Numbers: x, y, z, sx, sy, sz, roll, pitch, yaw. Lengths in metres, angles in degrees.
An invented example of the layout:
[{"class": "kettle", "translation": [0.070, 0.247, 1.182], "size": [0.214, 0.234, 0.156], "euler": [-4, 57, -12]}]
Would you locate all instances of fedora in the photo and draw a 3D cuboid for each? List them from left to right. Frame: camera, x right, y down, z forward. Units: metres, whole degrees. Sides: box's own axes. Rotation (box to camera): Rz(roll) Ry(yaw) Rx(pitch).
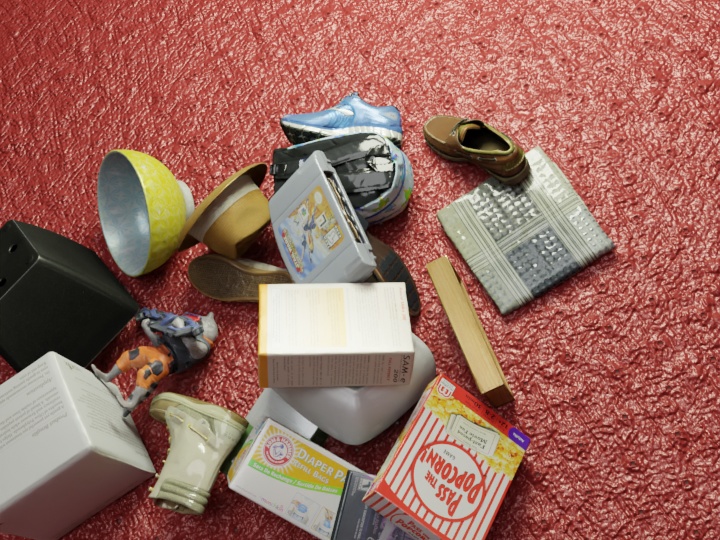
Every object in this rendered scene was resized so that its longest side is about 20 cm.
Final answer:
[{"class": "fedora", "translation": [-0.189, -0.075, 1.456], "size": [0.082, 0.201, 0.201], "euler": [44, 86, 4]}]

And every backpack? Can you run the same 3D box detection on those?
[{"class": "backpack", "translation": [-0.020, -0.132, 1.451], "size": [0.200, 0.154, 0.163], "euler": [-23, 61, 31]}]

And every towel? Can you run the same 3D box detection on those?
[{"class": "towel", "translation": [0.237, -0.059, 1.401], "size": [0.192, 0.035, 0.200], "euler": [-33, 66, 6]}]

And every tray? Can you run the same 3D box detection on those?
[{"class": "tray", "translation": [0.151, 0.086, 1.329], "size": [0.037, 0.099, 0.200], "euler": [-25, 65, 8]}]

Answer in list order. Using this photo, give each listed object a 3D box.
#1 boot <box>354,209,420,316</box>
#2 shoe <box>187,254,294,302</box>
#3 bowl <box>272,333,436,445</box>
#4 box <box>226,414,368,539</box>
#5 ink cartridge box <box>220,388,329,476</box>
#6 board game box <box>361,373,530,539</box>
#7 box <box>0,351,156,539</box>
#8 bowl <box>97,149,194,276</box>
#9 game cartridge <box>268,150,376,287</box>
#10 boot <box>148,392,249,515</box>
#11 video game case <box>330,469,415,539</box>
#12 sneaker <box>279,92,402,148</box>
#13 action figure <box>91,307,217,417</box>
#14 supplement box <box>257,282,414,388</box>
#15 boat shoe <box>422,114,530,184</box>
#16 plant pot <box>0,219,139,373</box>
[{"class": "boot", "translation": [0.000, 0.000, 1.409], "size": [0.097, 0.075, 0.200], "euler": [-31, 103, 37]}, {"class": "shoe", "translation": [-0.177, 0.017, 1.487], "size": [0.200, 0.053, 0.070], "euler": [11, 95, 24]}, {"class": "bowl", "translation": [-0.012, 0.123, 1.330], "size": [0.200, 0.075, 0.200], "euler": [34, 53, 25]}, {"class": "box", "translation": [-0.067, 0.284, 1.271], "size": [0.200, 0.112, 0.101], "euler": [30, 80, -4]}, {"class": "ink cartridge box", "translation": [-0.107, 0.227, 1.376], "size": [0.104, 0.059, 0.200], "euler": [30, 81, 24]}, {"class": "board game box", "translation": [0.114, 0.254, 1.228], "size": [0.151, 0.046, 0.200], "euler": [36, 53, -2]}, {"class": "box", "translation": [-0.447, 0.260, 1.390], "size": [0.199, 0.200, 0.171], "euler": [-34, 62, 2]}, {"class": "bowl", "translation": [-0.330, -0.097, 1.528], "size": [0.108, 0.200, 0.200], "euler": [-13, 58, -36]}, {"class": "game cartridge", "translation": [-0.060, -0.050, 1.345], "size": [0.133, 0.042, 0.200], "euler": [-41, 61, 30]}, {"class": "boot", "translation": [-0.260, 0.261, 1.369], "size": [0.200, 0.072, 0.155], "euler": [4, 63, 44]}, {"class": "video game case", "translation": [0.060, 0.346, 1.228], "size": [0.200, 0.019, 0.143], "euler": [16, 84, -16]}, {"class": "sneaker", "translation": [-0.029, -0.233, 1.525], "size": [0.200, 0.079, 0.089], "euler": [4, 64, 10]}, {"class": "action figure", "translation": [-0.303, 0.124, 1.455], "size": [0.193, 0.105, 0.200], "euler": [-32, 23, -20]}, {"class": "supplement box", "translation": [-0.035, 0.085, 1.263], "size": [0.200, 0.074, 0.126], "euler": [0, 45, -4]}, {"class": "boat shoe", "translation": [0.166, -0.199, 1.431], "size": [0.200, 0.068, 0.072], "euler": [29, 76, 38]}, {"class": "plant pot", "translation": [-0.500, 0.040, 1.475], "size": [0.200, 0.177, 0.200], "euler": [-46, 46, -4]}]
